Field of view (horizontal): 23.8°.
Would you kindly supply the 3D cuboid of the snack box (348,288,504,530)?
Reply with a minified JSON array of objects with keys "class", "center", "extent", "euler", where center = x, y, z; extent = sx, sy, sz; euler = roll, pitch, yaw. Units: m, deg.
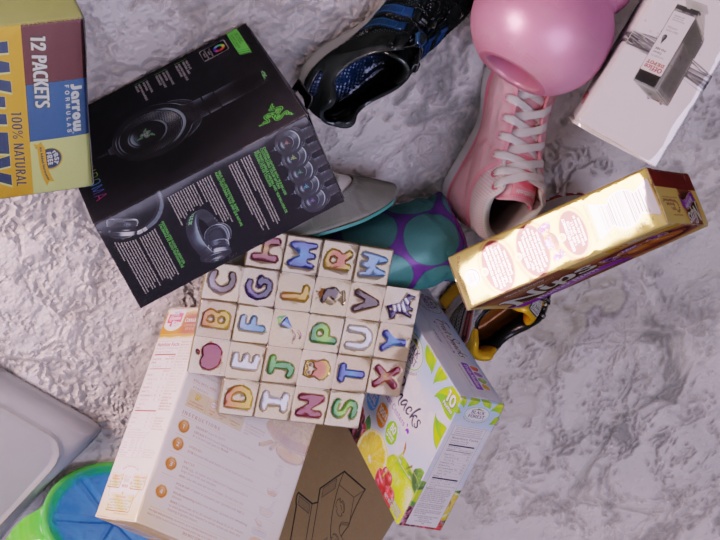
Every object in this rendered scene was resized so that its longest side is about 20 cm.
[{"class":"snack box","center":[0.049,0.120,1.573],"extent":[0.053,0.200,0.143],"euler":[13,115,-28]}]

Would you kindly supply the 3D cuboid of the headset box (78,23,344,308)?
[{"class":"headset box","center":[-0.127,-0.091,1.380],"extent":[0.199,0.174,0.093],"euler":[-27,128,-4]}]

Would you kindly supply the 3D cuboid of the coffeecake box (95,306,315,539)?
[{"class":"coffeecake box","center":[-0.129,0.154,1.538],"extent":[0.153,0.073,0.201],"euler":[30,70,-34]}]

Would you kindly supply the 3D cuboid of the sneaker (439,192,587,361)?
[{"class":"sneaker","center":[0.165,0.011,1.626],"extent":[0.200,0.082,0.078],"euler":[-46,126,9]}]

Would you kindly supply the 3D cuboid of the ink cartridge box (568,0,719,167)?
[{"class":"ink cartridge box","center":[0.267,-0.196,1.472],"extent":[0.083,0.147,0.201],"euler":[31,100,1]}]

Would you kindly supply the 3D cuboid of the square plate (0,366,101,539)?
[{"class":"square plate","center":[-0.366,0.173,1.542],"extent":[0.198,0.028,0.200],"euler":[-47,126,10]}]

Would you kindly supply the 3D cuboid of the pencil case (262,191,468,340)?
[{"class":"pencil case","center":[0.000,0.000,1.549],"extent":[0.199,0.085,0.093],"euler":[-20,125,-11]}]

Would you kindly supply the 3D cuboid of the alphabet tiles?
[{"class":"alphabet tiles","center":[-0.048,0.053,1.498],"extent":[0.199,0.006,0.168],"euler":[8,101,-19]}]

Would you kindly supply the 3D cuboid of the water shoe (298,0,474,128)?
[{"class":"water shoe","center":[0.039,-0.193,1.445],"extent":[0.200,0.079,0.071],"euler":[-41,127,6]}]

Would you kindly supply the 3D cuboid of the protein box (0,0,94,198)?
[{"class":"protein box","center":[-0.312,-0.152,1.247],"extent":[0.197,0.200,0.136],"euler":[-9,124,-17]}]

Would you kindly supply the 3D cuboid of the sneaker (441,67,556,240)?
[{"class":"sneaker","center":[0.143,-0.116,1.524],"extent":[0.075,0.105,0.201],"euler":[12,114,-26]}]

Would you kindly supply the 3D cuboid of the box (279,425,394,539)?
[{"class":"box","center":[-0.042,0.252,1.679],"extent":[0.163,0.021,0.201],"euler":[45,70,-38]}]

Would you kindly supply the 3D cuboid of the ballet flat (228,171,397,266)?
[{"class":"ballet flat","center":[-0.063,-0.054,1.502],"extent":[0.199,0.067,0.064],"euler":[-23,116,-9]}]

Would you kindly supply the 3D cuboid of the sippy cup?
[{"class":"sippy cup","center":[-0.236,0.273,1.605],"extent":[0.177,0.140,0.131],"euler":[23,130,11]}]

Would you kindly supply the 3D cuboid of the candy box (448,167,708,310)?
[{"class":"candy box","center":[0.190,-0.025,1.492],"extent":[0.199,0.057,0.116],"euler":[-26,168,26]}]

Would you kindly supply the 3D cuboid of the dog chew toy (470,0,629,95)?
[{"class":"dog chew toy","center":[0.179,-0.249,1.442],"extent":[0.124,0.124,0.201],"euler":[38,81,-36]}]
